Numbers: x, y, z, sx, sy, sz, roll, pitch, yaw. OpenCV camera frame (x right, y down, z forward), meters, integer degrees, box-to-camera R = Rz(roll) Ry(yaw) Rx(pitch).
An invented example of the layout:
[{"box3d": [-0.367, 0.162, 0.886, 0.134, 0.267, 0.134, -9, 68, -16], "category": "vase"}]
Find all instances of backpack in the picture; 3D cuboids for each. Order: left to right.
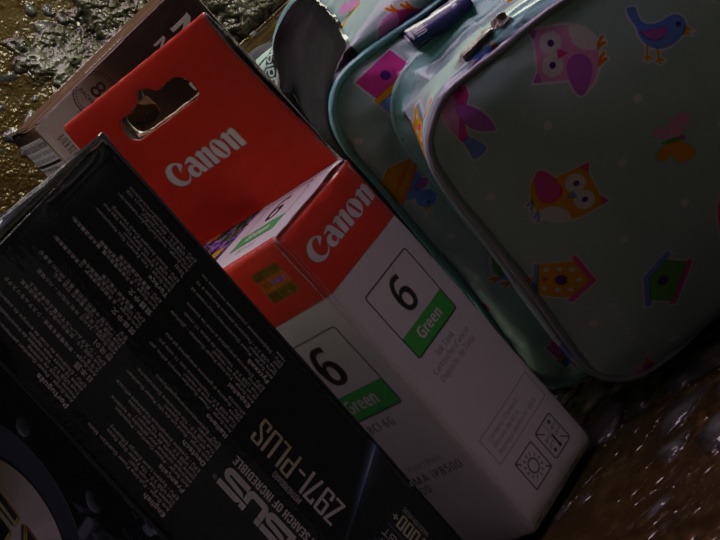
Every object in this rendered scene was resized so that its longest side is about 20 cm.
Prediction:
[{"box3d": [0.093, -0.075, 0.711, 0.200, 0.176, 0.153, -43, 29, -4], "category": "backpack"}]

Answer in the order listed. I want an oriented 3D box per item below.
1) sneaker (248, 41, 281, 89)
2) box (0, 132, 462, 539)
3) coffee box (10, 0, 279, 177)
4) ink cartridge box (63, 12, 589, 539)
[{"box3d": [-0.030, -0.111, 1.081, 0.139, 0.200, 0.078, 16, 73, 27], "category": "sneaker"}, {"box3d": [-0.080, 0.083, 0.650, 0.163, 0.200, 0.086, -29, 16, 47], "category": "box"}, {"box3d": [-0.075, -0.039, 1.063, 0.113, 0.200, 0.080, -45, 12, -15], "category": "coffee box"}, {"box3d": [-0.025, 0.017, 0.697, 0.109, 0.200, 0.050, -29, 18, 49], "category": "ink cartridge box"}]
